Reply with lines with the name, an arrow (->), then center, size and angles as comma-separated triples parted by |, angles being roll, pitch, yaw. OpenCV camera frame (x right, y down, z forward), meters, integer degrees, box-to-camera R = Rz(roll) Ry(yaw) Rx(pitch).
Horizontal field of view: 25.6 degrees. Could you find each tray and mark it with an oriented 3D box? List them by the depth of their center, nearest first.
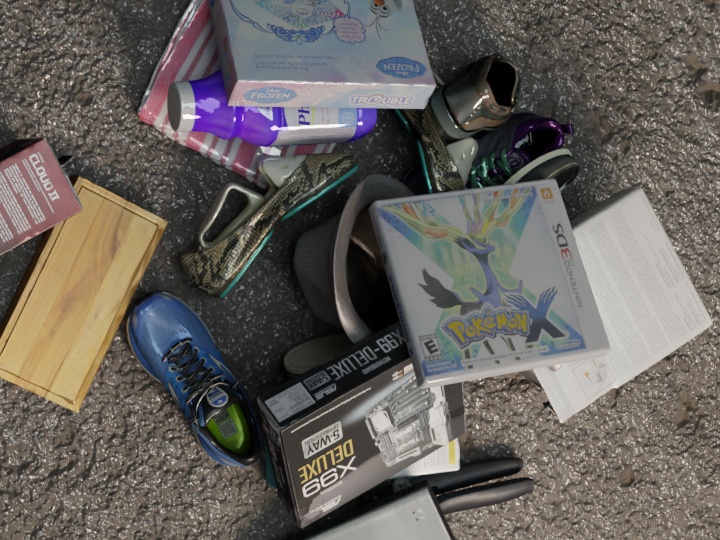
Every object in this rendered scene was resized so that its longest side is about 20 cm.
tray -> -0.271, 0.022, 1.505 | 0.098, 0.037, 0.202 | 27, 83, -21

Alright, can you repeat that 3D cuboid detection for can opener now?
can opener -> 0.089, 0.234, 1.658 | 0.198, 0.079, 0.064 | -18, 61, -23

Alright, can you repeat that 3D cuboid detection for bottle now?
bottle -> -0.084, -0.161, 1.519 | 0.198, 0.065, 0.084 | -4, 81, -23

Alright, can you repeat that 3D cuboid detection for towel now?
towel -> -0.105, -0.169, 1.561 | 0.199, 0.030, 0.147 | 28, 84, -21

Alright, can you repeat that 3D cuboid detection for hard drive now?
hard drive -> 0.004, 0.312, 1.596 | 0.198, 0.033, 0.141 | -24, 104, 7

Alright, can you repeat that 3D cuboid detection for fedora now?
fedora -> 0.000, 0.000, 1.559 | 0.199, 0.090, 0.179 | 24, 70, -51

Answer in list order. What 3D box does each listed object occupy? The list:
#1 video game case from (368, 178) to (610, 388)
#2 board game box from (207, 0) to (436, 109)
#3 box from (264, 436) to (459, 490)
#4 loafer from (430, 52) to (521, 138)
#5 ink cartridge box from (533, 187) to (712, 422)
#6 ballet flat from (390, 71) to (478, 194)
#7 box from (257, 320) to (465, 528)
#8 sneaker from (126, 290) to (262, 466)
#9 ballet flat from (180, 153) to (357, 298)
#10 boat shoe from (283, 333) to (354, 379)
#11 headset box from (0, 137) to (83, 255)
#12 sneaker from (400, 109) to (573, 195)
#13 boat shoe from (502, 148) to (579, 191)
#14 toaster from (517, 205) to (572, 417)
video game case -> 0.122, 0.008, 1.496 | 0.198, 0.022, 0.184 | -8, 70, -22
board game box -> -0.044, -0.246, 1.518 | 0.198, 0.043, 0.201 | -1, 58, -21
box -> 0.002, 0.171, 1.615 | 0.198, 0.049, 0.083 | -4, 95, -21
loafer -> 0.133, -0.178, 1.574 | 0.063, 0.200, 0.072 | -28, 95, 28
ink cartridge box -> 0.234, 0.033, 1.582 | 0.199, 0.050, 0.162 | -31, 96, -16
ballet flat -> 0.073, -0.140, 1.582 | 0.075, 0.068, 0.202 | -24, 78, 0
box -> 0.005, 0.140, 1.519 | 0.199, 0.050, 0.159 | -27, 139, -18
sneaker -> -0.151, 0.105, 1.529 | 0.078, 0.089, 0.201 | -38, 106, -16
ballet flat -> -0.095, -0.062, 1.533 | 0.200, 0.068, 0.075 | -43, 98, 2
boat shoe -> 0.016, 0.103, 1.605 | 0.198, 0.073, 0.063 | -6, 117, -23
headset box -> -0.343, -0.050, 1.411 | 0.199, 0.148, 0.076 | -31, 104, -16
sneaker -> 0.123, -0.105, 1.624 | 0.199, 0.087, 0.075 | -36, 105, -16
boat shoe -> 0.153, -0.047, 1.583 | 0.200, 0.072, 0.068 | -39, 68, -24
toaster -> 0.191, 0.035, 1.649 | 0.129, 0.114, 0.201 | 32, 81, -17
